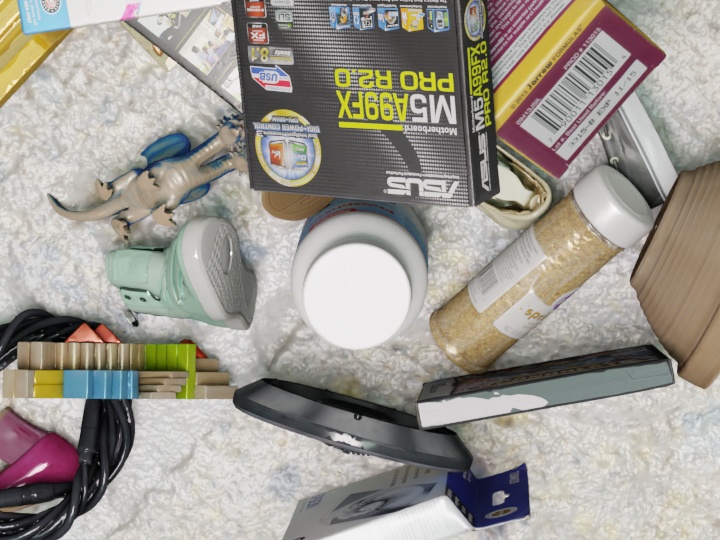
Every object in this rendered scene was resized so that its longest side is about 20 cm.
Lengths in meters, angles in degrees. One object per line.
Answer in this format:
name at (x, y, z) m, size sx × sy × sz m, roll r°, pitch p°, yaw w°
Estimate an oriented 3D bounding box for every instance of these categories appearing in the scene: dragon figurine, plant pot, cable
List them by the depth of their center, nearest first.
plant pot at (0.274, -0.015, 1.661) m, size 0.093 × 0.201 × 0.201 m, roll 24°, pitch 101°, yaw 4°
dragon figurine at (-0.162, -0.073, 1.726) m, size 0.200 × 0.099 × 0.059 m, roll -16°, pitch 106°, yaw 43°
cable at (-0.268, 0.127, 1.745) m, size 0.163 × 0.051 × 0.200 m, roll 42°, pitch 72°, yaw 3°

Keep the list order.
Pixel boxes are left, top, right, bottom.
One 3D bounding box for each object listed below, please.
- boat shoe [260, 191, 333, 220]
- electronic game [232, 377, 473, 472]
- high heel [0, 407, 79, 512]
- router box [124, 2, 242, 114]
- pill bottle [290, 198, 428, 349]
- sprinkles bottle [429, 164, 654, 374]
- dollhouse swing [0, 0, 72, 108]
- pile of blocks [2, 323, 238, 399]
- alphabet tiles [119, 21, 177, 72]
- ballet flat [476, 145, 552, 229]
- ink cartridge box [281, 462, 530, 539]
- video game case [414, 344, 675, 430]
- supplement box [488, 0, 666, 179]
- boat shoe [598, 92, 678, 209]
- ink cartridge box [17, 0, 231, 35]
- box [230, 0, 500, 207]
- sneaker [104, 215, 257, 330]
boat shoe at (-0.028, -0.134, 1.664) m, size 0.071 × 0.065 × 0.200 m, roll 15°, pitch 113°, yaw -23°
electronic game at (-0.006, 0.128, 1.696) m, size 0.200 × 0.200 × 0.042 m, roll 16°, pitch 91°, yaw -1°
high heel at (-0.316, 0.221, 1.788) m, size 0.096 × 0.067 × 0.200 m, roll 35°, pitch 97°, yaw 6°
router box at (-0.082, -0.242, 1.692) m, size 0.149 × 0.051 × 0.200 m, roll 38°, pitch 100°, yaw -4°
pill bottle at (0.000, 0.000, 1.669) m, size 0.109 × 0.200 × 0.109 m, roll 0°, pitch 101°, yaw 1°
sprinkles bottle at (0.145, 0.001, 1.708) m, size 0.068 × 0.068 × 0.200 m, roll 44°, pitch 115°, yaw -7°
dollhouse swing at (-0.357, -0.205, 1.653) m, size 0.200 × 0.176 × 0.182 m, roll 44°, pitch 100°, yaw -6°
pile of blocks at (-0.193, 0.074, 1.716) m, size 0.200 × 0.082 × 0.062 m, roll 2°, pitch 86°, yaw -32°
alphabet tiles at (-0.144, -0.266, 1.719) m, size 0.166 × 0.006 × 0.200 m, roll -43°, pitch 97°, yaw 9°
ballet flat at (0.073, -0.101, 1.715) m, size 0.200 × 0.069 × 0.069 m, roll 33°, pitch 100°, yaw -4°
ink cartridge box at (0.037, 0.192, 1.707) m, size 0.200 × 0.200 × 0.041 m, roll -18°, pitch 95°, yaw 5°
video game case at (0.145, 0.091, 1.692) m, size 0.200 × 0.181 × 0.026 m, roll -10°, pitch 90°, yaw 4°
supplement box at (0.116, -0.186, 1.621) m, size 0.131 × 0.200 × 0.103 m, roll -49°, pitch 136°, yaw 11°
boat shoe at (0.196, -0.135, 1.704) m, size 0.057 × 0.069 × 0.200 m, roll -28°, pitch 101°, yaw 7°
ink cartridge box at (-0.169, -0.255, 1.634) m, size 0.200 × 0.068 × 0.115 m, roll -8°, pitch 99°, yaw 5°
box at (0.003, -0.134, 1.553) m, size 0.200 × 0.044 × 0.160 m, roll 7°, pitch 110°, yaw 32°
sneaker at (-0.155, 0.004, 1.683) m, size 0.118 × 0.200 × 0.074 m, roll 6°, pitch 74°, yaw 7°
